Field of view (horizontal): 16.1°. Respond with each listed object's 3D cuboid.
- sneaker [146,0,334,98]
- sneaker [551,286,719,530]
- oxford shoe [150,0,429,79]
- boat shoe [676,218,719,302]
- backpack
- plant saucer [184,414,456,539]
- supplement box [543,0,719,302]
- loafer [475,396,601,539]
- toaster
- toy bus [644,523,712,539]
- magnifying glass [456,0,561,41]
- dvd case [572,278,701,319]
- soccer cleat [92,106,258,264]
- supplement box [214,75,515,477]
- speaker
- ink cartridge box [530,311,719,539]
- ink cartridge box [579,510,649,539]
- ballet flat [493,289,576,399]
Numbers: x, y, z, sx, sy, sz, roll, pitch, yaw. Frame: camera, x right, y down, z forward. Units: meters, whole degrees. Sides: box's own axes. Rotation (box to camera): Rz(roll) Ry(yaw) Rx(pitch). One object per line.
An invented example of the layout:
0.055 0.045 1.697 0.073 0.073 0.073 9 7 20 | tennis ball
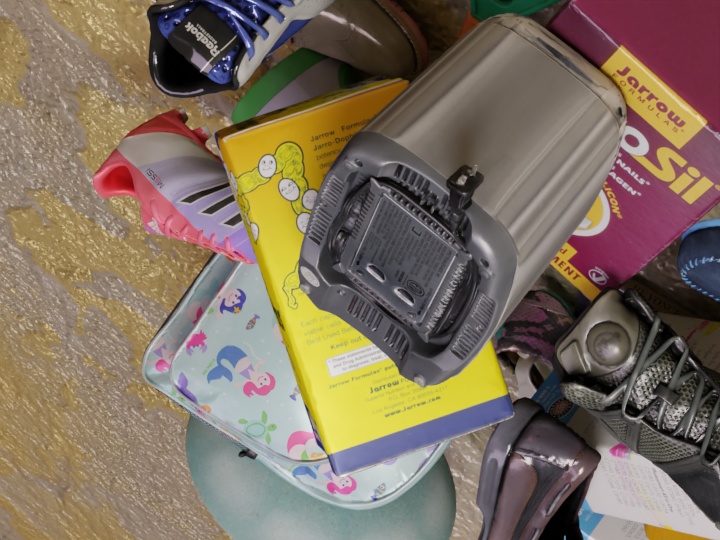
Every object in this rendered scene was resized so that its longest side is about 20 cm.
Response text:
-0.052 -0.157 1.412 0.081 0.115 0.199 42 121 -6 | sneaker
0.172 0.076 1.362 0.114 0.076 0.199 37 -179 -41 | sneaker
-0.053 -0.152 1.522 0.200 0.074 0.071 26 148 24 | oxford shoe
0.260 0.031 1.353 0.200 0.069 0.084 20 159 -7 | boat shoe
-0.021 0.055 1.659 0.200 0.178 0.151 36 -174 -3 | backpack
-0.020 0.127 1.755 0.201 0.201 0.039 35 133 9 | plant saucer
0.145 -0.087 1.354 0.131 0.103 0.200 42 150 0 | supplement box
0.105 0.156 1.501 0.063 0.072 0.200 25 145 20 | loafer
0.053 -0.041 1.286 0.114 0.129 0.200 37 151 9 | toaster
0.272 0.164 1.540 0.200 0.078 0.065 20 146 13 | toy bus
0.078 -0.155 1.426 0.080 0.022 0.200 36 149 8 | magnifying glass
0.218 0.084 1.593 0.200 0.016 0.149 31 150 16 | dvd case
-0.093 -0.036 1.573 0.200 0.076 0.067 39 163 47 | soccer cleat
0.000 0.000 1.444 0.109 0.109 0.200 -142 33 -83 | supplement box
0.012 -0.042 1.559 0.200 0.088 0.088 50 152 7 | speaker
0.203 0.092 1.485 0.200 0.115 0.068 10 138 43 | ink cartridge box
0.205 0.216 1.733 0.200 0.067 0.116 36 150 8 | ink cartridge box
0.146 0.102 1.610 0.200 0.071 0.069 51 148 -19 | ballet flat
